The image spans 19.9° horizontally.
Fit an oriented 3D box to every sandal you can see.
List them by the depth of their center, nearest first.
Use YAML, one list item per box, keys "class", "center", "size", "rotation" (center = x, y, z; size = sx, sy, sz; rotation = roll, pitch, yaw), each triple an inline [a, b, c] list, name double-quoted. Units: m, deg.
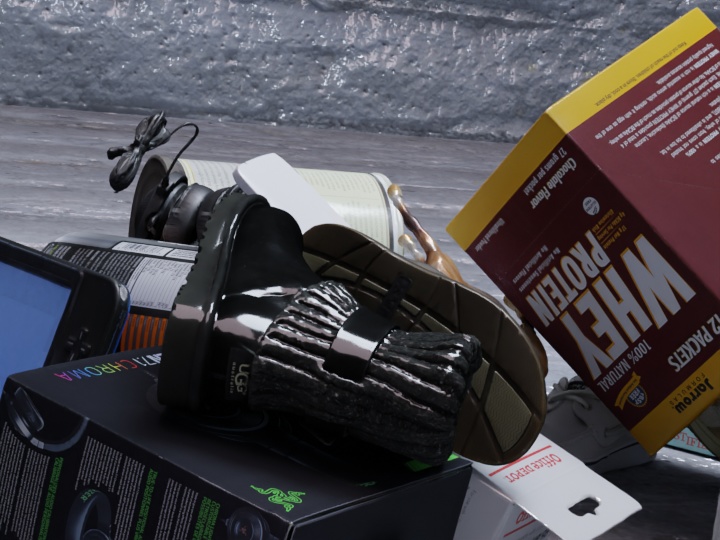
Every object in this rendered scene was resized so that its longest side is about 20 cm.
- class: "sandal"
  center: [0.034, 0.041, 1.170]
  size: [0.200, 0.082, 0.055]
  rotation: [32, -2, 35]

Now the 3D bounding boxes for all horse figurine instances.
- class: "horse figurine"
  center: [0.070, 0.031, 1.310]
  size: [0.200, 0.050, 0.133]
  rotation: [44, 15, -32]

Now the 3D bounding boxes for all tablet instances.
- class: "tablet"
  center: [0.000, 0.000, 1.335]
  size: [0.200, 0.014, 0.130]
  rotation: [45, 12, 1]

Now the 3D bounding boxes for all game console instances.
- class: "game console"
  center: [-0.260, 0.055, 1.240]
  size: [0.199, 0.172, 0.118]
  rotation: [17, -4, 45]

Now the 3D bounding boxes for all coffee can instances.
- class: "coffee can"
  center: [-0.081, -0.017, 1.712]
  size: [0.199, 0.147, 0.146]
  rotation: [3, 11, -21]

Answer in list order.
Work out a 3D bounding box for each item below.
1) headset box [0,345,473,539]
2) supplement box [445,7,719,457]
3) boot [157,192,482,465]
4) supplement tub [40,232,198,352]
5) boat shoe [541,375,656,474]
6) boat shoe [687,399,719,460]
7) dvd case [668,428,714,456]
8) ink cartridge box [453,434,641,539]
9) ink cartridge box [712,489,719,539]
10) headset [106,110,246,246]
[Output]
- class: "headset box"
  center: [-0.063, 0.121, 1.051]
  size: [0.199, 0.093, 0.174]
  rotation: [24, 17, 30]
- class: "supplement box"
  center: [0.205, -0.028, 1.339]
  size: [0.200, 0.133, 0.197]
  rotation: [48, 46, 8]
- class: "boot"
  center: [-0.012, 0.031, 1.082]
  size: [0.157, 0.080, 0.211]
  rotation: [9, 25, 3]
- class: "supplement tub"
  center: [-0.112, 0.045, 1.307]
  size: [0.199, 0.124, 0.122]
  rotation: [8, 9, 27]
- class: "boat shoe"
  center: [0.152, 0.106, 1.416]
  size: [0.072, 0.066, 0.199]
  rotation: [15, 13, 38]
- class: "boat shoe"
  center: [0.264, 0.090, 1.420]
  size: [0.200, 0.067, 0.074]
  rotation: [40, 23, 25]
- class: "dvd case"
  center: [0.321, 0.121, 1.578]
  size: [0.145, 0.022, 0.200]
  rotation: [13, 10, 30]
- class: "ink cartridge box"
  center: [0.050, 0.117, 1.183]
  size: [0.199, 0.068, 0.116]
  rotation: [34, 20, 20]
- class: "ink cartridge box"
  center: [0.299, 0.123, 1.248]
  size: [0.128, 0.126, 0.200]
  rotation: [11, 11, 20]
- class: "headset"
  center: [-0.108, -0.021, 1.374]
  size: [0.123, 0.201, 0.094]
  rotation: [7, 48, 31]
